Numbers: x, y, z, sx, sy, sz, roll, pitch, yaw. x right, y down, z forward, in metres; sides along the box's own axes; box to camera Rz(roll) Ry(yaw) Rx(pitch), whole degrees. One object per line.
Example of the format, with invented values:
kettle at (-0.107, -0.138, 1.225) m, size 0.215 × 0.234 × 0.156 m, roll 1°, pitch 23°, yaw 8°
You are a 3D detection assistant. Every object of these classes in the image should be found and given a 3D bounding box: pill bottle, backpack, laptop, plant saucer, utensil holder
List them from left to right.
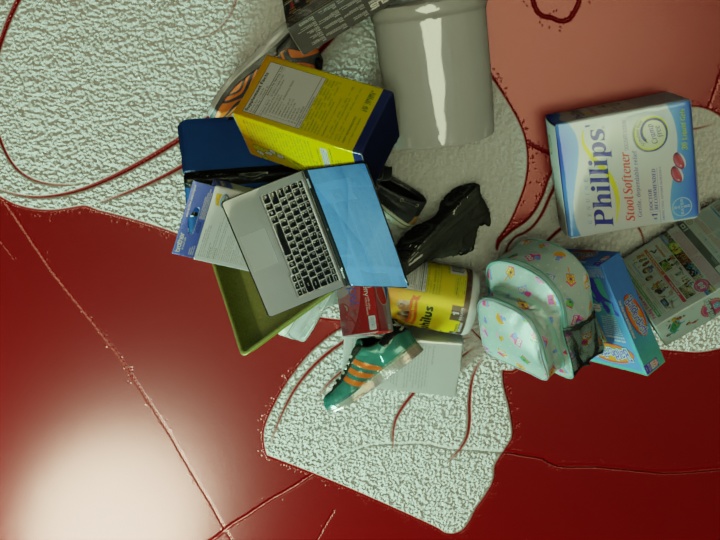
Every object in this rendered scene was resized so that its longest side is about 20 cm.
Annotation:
plant saucer at (-0.133, 0.010, 1.306) m, size 0.200 × 0.200 × 0.048 m, roll -36°, pitch 147°, yaw 20°
laptop at (-0.065, -0.037, 1.123) m, size 0.199 × 0.116 × 0.188 m, roll -22°, pitch 109°, yaw -6°
pill bottle at (0.089, 0.037, 1.319) m, size 0.199 × 0.109 × 0.110 m, roll 10°, pitch 108°, yaw 1°
utensil holder at (0.111, -0.293, 1.181) m, size 0.169 × 0.170 × 0.201 m, roll -7°, pitch 109°, yaw 6°
backpack at (0.273, 0.059, 1.260) m, size 0.153 × 0.176 × 0.201 m, roll -24°, pitch 118°, yaw -28°

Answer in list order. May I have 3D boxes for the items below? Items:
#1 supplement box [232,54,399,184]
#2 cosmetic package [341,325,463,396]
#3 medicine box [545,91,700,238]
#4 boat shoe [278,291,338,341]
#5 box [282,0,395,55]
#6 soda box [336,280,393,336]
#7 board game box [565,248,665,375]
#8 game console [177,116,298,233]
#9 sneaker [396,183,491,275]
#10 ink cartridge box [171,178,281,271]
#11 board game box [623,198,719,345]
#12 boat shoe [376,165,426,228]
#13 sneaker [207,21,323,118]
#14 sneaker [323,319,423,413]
supplement box at (-0.059, -0.205, 1.134) m, size 0.199 × 0.110 × 0.109 m, roll 20°, pitch 70°, yaw 16°
cosmetic package at (0.070, 0.146, 1.376) m, size 0.199 × 0.071 × 0.102 m, roll 6°, pitch 109°, yaw 2°
medicine box at (0.399, -0.162, 1.239) m, size 0.199 × 0.103 × 0.183 m, roll -10°, pitch 107°, yaw 6°
boat shoe at (-0.069, 0.034, 1.358) m, size 0.071 × 0.070 × 0.201 m, roll 27°, pitch 108°, yaw -23°
box at (-0.016, -0.407, 1.153) m, size 0.199 × 0.158 × 0.050 m, roll -28°, pitch 127°, yaw 11°
soda box at (0.000, 0.000, 1.243) m, size 0.063 × 0.070 × 0.201 m, roll -9°, pitch 83°, yaw 22°
board game box at (0.385, 0.062, 1.288) m, size 0.045 × 0.152 × 0.201 m, roll -32°, pitch 106°, yaw -19°
game console at (-0.171, -0.138, 1.235) m, size 0.199 × 0.118 × 0.171 m, roll -6°, pitch 118°, yaw -13°
sneaker at (0.135, -0.050, 1.278) m, size 0.200 × 0.076 × 0.091 m, roll -41°, pitch 113°, yaw -13°
ink cartridge box at (-0.166, -0.061, 1.185) m, size 0.199 × 0.042 × 0.120 m, roll 12°, pitch 111°, yaw -24°
board game box at (0.522, 0.001, 1.259) m, size 0.200 × 0.148 × 0.064 m, roll -33°, pitch 132°, yaw 12°
boat shoe at (0.022, -0.147, 1.280) m, size 0.200 × 0.075 × 0.062 m, roll 36°, pitch 120°, yaw -15°
sneaker at (-0.139, -0.279, 1.247) m, size 0.200 × 0.078 × 0.112 m, roll -42°, pitch 100°, yaw 15°
sneaker at (0.006, 0.154, 1.315) m, size 0.200 × 0.071 × 0.080 m, roll -39°, pitch 85°, yaw 19°
